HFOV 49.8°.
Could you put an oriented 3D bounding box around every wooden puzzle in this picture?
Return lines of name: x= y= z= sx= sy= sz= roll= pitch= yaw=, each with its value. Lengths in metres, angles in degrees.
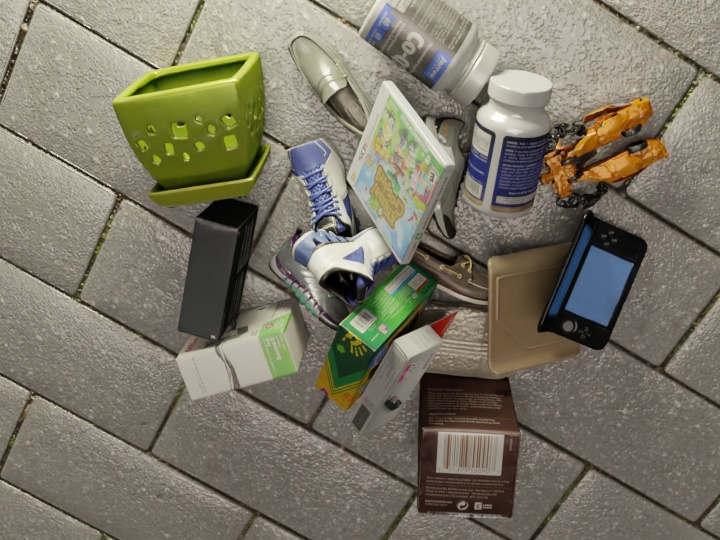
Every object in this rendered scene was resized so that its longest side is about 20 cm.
wooden puzzle: x=0.292 y=0.062 z=1.311 sx=0.181 sy=0.037 sz=0.204 roll=-10 pitch=107 yaw=-19

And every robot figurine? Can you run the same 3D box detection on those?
robot figurine: x=0.375 y=-0.185 z=1.231 sx=0.197 sy=0.058 sz=0.147 roll=-23 pitch=106 yaw=12

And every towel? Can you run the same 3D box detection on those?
towel: x=0.180 y=0.121 z=1.369 sx=0.195 sy=0.035 sz=0.135 roll=6 pitch=109 yaw=4

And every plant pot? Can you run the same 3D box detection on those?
plant pot: x=-0.243 y=-0.215 z=1.204 sx=0.194 sy=0.201 sz=0.185 roll=-7 pitch=115 yaw=7

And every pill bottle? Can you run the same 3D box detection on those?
pill bottle: x=0.106 y=-0.345 z=1.167 sx=0.198 sy=0.114 sz=0.115 roll=34 pitch=109 yaw=-7
pill bottle: x=0.227 y=-0.193 z=1.185 sx=0.113 sy=0.117 sz=0.203 roll=7 pitch=123 yaw=2

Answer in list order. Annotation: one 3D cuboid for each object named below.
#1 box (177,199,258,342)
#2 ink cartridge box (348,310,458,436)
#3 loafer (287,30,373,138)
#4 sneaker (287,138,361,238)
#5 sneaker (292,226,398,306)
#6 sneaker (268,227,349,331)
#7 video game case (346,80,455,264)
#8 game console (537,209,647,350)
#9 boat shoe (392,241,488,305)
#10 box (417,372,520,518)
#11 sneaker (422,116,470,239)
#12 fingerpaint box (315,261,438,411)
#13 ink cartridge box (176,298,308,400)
box: x=-0.238 y=-0.005 z=1.302 sx=0.077 sy=0.142 sz=0.204 roll=14 pitch=110 yaw=-1
ink cartridge box: x=0.081 y=0.169 z=1.277 sx=0.044 sy=0.172 sz=0.202 roll=46 pitch=131 yaw=24
loafer: x=-0.041 y=-0.291 z=1.221 sx=0.070 sy=0.070 sz=0.200 roll=-40 pitch=101 yaw=18
sneaker: x=-0.052 y=-0.108 z=1.255 sx=0.079 sy=0.115 sz=0.202 roll=-20 pitch=108 yaw=9
sneaker: x=-0.001 y=0.000 z=1.195 sx=0.196 sy=0.116 sz=0.081 roll=-6 pitch=139 yaw=-36
sneaker: x=-0.068 y=0.017 z=1.300 sx=0.200 sy=0.074 sz=0.088 roll=42 pitch=102 yaw=20
video game case: x=0.052 y=-0.145 z=1.147 sx=0.022 sy=0.202 sz=0.184 roll=-5 pitch=137 yaw=-31
game console: x=0.375 y=0.023 z=1.244 sx=0.173 sy=0.116 sz=0.203 roll=21 pitch=96 yaw=-11
boat shoe: x=0.154 y=0.000 z=1.310 sx=0.196 sy=0.072 sz=0.061 roll=20 pitch=113 yaw=4
box: x=0.181 y=0.295 z=1.341 sx=0.162 sy=0.201 sz=0.168 roll=2 pitch=110 yaw=4
sneaker: x=0.143 y=-0.149 z=1.257 sx=0.077 sy=0.074 sz=0.204 roll=-7 pitch=109 yaw=1
fingerpaint box: x=0.028 y=0.104 z=1.256 sx=0.073 sy=0.200 sz=0.168 roll=36 pitch=136 yaw=13
ink cartridge box: x=-0.201 y=0.135 z=1.345 sx=0.196 sy=0.146 sz=0.086 roll=-15 pitch=108 yaw=9
